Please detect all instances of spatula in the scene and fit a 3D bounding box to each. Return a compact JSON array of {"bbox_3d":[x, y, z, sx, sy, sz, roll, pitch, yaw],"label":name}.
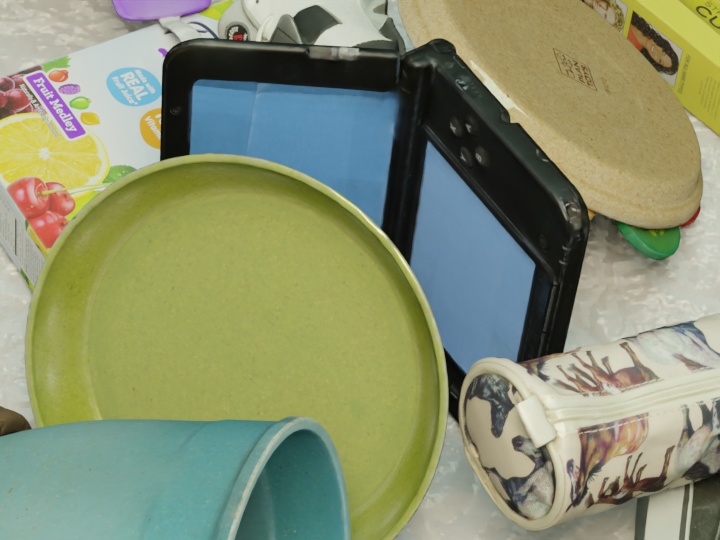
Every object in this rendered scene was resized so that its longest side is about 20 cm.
[{"bbox_3d":[-0.084,-0.110,1.251,0.056,0.021,0.200,-11,51,-22],"label":"spatula"}]

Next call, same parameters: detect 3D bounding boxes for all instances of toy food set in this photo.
[{"bbox_3d":[0.097,-0.085,1.252,0.198,0.049,0.200,13,38,-40],"label":"toy food set"}]

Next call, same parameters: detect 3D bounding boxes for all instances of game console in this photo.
[{"bbox_3d":[0.000,0.000,1.117,0.116,0.200,0.176,-24,56,-23],"label":"game console"}]

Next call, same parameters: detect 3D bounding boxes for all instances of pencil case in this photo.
[{"bbox_3d":[0.139,0.058,1.083,0.200,0.089,0.078,-12,66,-28],"label":"pencil case"}]

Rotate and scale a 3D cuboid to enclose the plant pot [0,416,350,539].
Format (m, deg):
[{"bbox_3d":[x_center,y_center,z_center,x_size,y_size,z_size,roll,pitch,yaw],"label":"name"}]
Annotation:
[{"bbox_3d":[-0.120,0.150,0.994,0.188,0.200,0.200,5,48,16],"label":"plant pot"}]

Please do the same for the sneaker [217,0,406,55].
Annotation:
[{"bbox_3d":[-0.025,-0.103,1.225,0.088,0.074,0.200,-4,40,-10],"label":"sneaker"}]

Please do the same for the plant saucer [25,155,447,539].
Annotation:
[{"bbox_3d":[-0.053,0.045,1.091,0.200,0.200,0.031,24,19,14],"label":"plant saucer"}]

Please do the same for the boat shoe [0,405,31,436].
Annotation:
[{"bbox_3d":[-0.234,0.123,1.084,0.076,0.072,0.200,20,41,30],"label":"boat shoe"}]

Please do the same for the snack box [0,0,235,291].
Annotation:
[{"bbox_3d":[-0.093,-0.060,1.256,0.200,0.053,0.142,-22,56,-24],"label":"snack box"}]

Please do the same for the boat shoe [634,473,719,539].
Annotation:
[{"bbox_3d":[0.151,0.159,1.082,0.064,0.071,0.200,9,47,3],"label":"boat shoe"}]

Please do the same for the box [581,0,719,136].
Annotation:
[{"bbox_3d":[0.200,-0.124,1.344,0.075,0.050,0.200,-30,58,-27],"label":"box"}]
